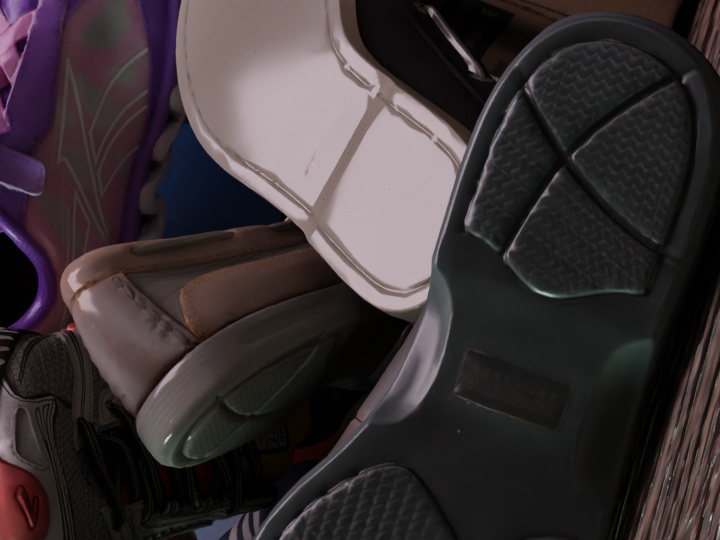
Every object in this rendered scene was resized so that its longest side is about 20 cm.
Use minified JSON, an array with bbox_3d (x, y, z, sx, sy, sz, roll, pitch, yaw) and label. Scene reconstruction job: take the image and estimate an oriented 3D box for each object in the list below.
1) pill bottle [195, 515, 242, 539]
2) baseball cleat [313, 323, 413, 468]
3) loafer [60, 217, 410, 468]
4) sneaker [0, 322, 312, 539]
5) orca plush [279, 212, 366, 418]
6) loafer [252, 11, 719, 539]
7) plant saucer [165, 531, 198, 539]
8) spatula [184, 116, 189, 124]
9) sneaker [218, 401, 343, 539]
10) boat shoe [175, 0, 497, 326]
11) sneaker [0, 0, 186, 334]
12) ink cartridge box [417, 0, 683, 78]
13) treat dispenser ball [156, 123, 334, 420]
[{"bbox_3d":[-0.072,0.183,1.209,0.200,0.113,0.114,112,177,-46],"label":"pill bottle"},{"bbox_3d":[0.013,0.075,0.819,0.107,0.070,0.200,-57,2,-20],"label":"baseball cleat"},{"bbox_3d":[-0.010,0.000,0.810,0.072,0.063,0.200,-51,-17,30],"label":"loafer"},{"bbox_3d":[-0.066,0.045,0.812,0.200,0.082,0.078,-38,-60,-74],"label":"sneaker"},{"bbox_3d":[0.000,0.000,0.943,0.071,0.105,0.201,-34,41,35],"label":"orca plush"},{"bbox_3d":[0.030,0.042,0.593,0.201,0.072,0.063,-64,-17,6],"label":"loafer"},{"bbox_3d":[-0.062,0.157,0.932,0.201,0.051,0.201,161,90,-89],"label":"plant saucer"},{"bbox_3d":[0.000,-0.055,0.869,0.021,0.200,0.057,-10,-66,-43],"label":"spatula"},{"bbox_3d":[-0.008,0.093,1.014,0.085,0.075,0.200,-65,7,-12],"label":"sneaker"},{"bbox_3d":[0.005,-0.042,0.785,0.073,0.063,0.200,-55,38,16],"label":"boat shoe"},{"bbox_3d":[-0.108,-0.048,0.897,0.088,0.080,0.201,-13,-67,-49],"label":"sneaker"},{"bbox_3d":[0.079,-0.160,0.828,0.165,0.075,0.201,115,174,-87],"label":"ink cartridge box"},{"bbox_3d":[-0.077,-0.009,1.061,0.201,0.200,0.202,-161,90,-88],"label":"treat dispenser ball"}]
